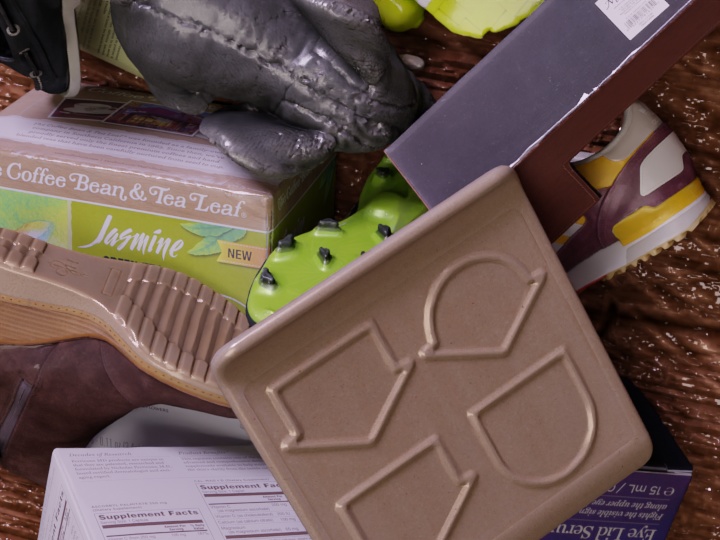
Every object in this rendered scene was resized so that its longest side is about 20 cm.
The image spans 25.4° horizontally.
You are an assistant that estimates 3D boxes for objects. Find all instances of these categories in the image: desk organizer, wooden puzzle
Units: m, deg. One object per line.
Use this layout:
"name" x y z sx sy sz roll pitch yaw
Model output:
"desk organizer" 0.119 -0.095 0.857 0.200 0.072 0.077 -43 139 9
"wooden puzzle" 0.039 0.070 0.831 0.185 0.046 0.200 -33 113 -12

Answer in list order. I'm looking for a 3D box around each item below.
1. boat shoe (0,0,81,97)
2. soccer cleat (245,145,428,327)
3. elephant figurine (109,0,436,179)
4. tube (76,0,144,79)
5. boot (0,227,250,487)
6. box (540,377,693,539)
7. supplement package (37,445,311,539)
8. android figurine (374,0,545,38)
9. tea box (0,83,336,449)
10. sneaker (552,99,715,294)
"boat shoe" -0.189 -0.145 0.877 0.066 0.199 0.075 -10 82 -12
"soccer cleat" 0.000 0.000 0.909 0.067 0.200 0.081 16 124 22
"elephant figurine" -0.029 -0.115 0.876 0.200 0.155 0.142 36 149 19
"tube" -0.182 -0.170 0.980 0.200 0.052 0.058 21 161 -1
"boot" -0.151 0.068 0.920 0.200 0.072 0.167 24 132 2
"box" 0.089 0.167 0.973 0.148 0.104 0.200 5 118 -19
"supplement package" -0.078 0.191 0.904 0.200 0.111 0.156 2 118 -26
"android figurine" 0.053 -0.215 0.891 0.200 0.041 0.182 38 117 0
"tea box" -0.129 0.003 0.982 0.199 0.134 0.197 9 115 13
"sneaker" 0.105 -0.024 0.944 0.200 0.075 0.090 -31 90 20
